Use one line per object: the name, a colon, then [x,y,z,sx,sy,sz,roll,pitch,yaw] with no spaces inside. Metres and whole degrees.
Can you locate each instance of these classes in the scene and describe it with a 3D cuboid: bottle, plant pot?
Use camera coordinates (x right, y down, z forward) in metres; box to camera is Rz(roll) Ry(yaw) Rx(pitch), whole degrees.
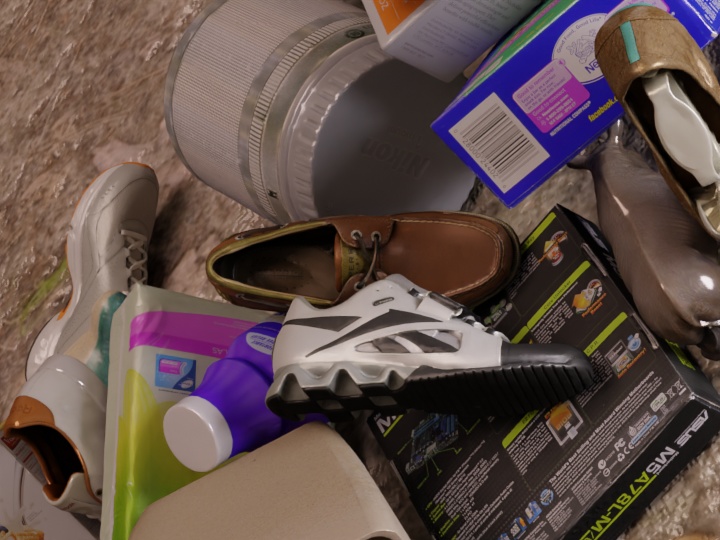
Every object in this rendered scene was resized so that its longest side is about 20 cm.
bottle: [-0.045,0.067,1.509,0.083,0.200,0.065,19,124,35]
plant pot: [-0.038,0.213,1.405,0.199,0.200,0.177,-28,31,7]

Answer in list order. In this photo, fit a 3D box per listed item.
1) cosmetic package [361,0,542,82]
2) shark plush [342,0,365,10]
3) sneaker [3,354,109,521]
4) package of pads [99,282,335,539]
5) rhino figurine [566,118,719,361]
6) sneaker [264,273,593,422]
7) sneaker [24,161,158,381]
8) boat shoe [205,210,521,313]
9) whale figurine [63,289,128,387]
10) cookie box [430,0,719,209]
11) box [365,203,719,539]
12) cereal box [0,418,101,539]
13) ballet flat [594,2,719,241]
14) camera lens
cosmetic package: [0.088,-0.223,1.447,0.200,0.071,0.102,-41,52,25]
shark plush: [-0.008,-0.224,1.747,0.083,0.091,0.200,-52,16,-17]
sneaker: [-0.168,0.156,1.589,0.073,0.200,0.085,-34,14,49]
package of pads: [-0.092,0.119,1.559,0.068,0.154,0.201,134,143,-53]
rhino figurine: [0.178,-0.026,1.397,0.060,0.087,0.200,-43,44,21]
sneaker: [0.042,0.040,1.401,0.199,0.074,0.089,-1,64,12]
sneaker: [-0.183,0.018,1.781,0.092,0.076,0.201,17,90,42]
boat shoe: [0.000,0.000,1.468,0.199,0.068,0.072,-7,85,16]
whale figurine: [-0.184,0.112,1.675,0.104,0.159,0.200,33,105,26]
cookie box: [0.147,-0.143,1.421,0.171,0.075,0.200,-40,5,25]
box: [0.111,0.091,1.441,0.200,0.047,0.193,-50,40,17]
cereal box: [-0.228,0.220,1.632,0.144,0.200,0.040,-43,6,24]
ballet flat: [0.198,-0.064,1.304,0.068,0.200,0.072,-27,34,18]
camera lens: [-0.030,-0.107,1.605,0.200,0.160,0.160,30,92,50]
